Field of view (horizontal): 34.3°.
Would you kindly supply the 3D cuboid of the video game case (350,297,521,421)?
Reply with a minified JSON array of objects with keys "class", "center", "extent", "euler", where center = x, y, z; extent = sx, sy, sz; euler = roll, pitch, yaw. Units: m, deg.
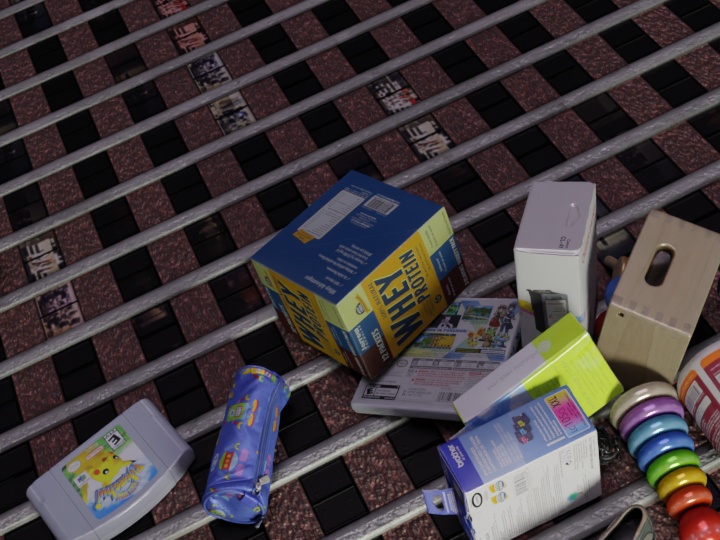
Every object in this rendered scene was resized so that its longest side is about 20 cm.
[{"class":"video game case","center":[0.103,0.110,1.499],"extent":[0.197,0.022,0.184],"euler":[0,49,33]}]

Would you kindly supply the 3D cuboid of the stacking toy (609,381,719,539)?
[{"class":"stacking toy","center":[0.358,0.229,1.323],"extent":[0.084,0.086,0.202],"euler":[-18,52,-2]}]

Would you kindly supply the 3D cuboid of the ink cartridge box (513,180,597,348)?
[{"class":"ink cartridge box","center":[0.246,0.011,1.442],"extent":[0.084,0.202,0.149],"euler":[2,39,18]}]

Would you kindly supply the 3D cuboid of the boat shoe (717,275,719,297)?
[{"class":"boat shoe","center":[0.540,0.034,1.435],"extent":[0.196,0.085,0.069],"euler":[5,39,21]}]

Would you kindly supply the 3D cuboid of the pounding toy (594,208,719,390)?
[{"class":"pounding toy","center":[0.351,0.029,1.442],"extent":[0.140,0.185,0.201],"euler":[22,57,15]}]

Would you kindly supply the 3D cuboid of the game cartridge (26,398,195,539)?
[{"class":"game cartridge","center":[-0.316,0.266,1.494],"extent":[0.199,0.041,0.133],"euler":[-38,55,-18]}]

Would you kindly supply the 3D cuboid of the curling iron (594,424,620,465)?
[{"class":"curling iron","center":[0.255,0.167,1.437],"extent":[0.049,0.026,0.201],"euler":[-6,37,-26]}]

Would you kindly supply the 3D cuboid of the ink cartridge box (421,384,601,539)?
[{"class":"ink cartridge box","center":[0.169,0.234,1.325],"extent":[0.197,0.138,0.077],"euler":[-25,46,-8]}]

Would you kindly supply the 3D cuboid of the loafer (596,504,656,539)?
[{"class":"loafer","center":[0.251,0.335,1.266],"extent":[0.071,0.063,0.200],"euler":[27,61,32]}]

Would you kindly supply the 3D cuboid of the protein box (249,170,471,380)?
[{"class":"protein box","center":[0.000,0.000,1.547],"extent":[0.200,0.136,0.197],"euler":[-42,40,-21]}]

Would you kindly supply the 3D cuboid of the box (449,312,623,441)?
[{"class":"box","center":[0.201,0.155,1.368],"extent":[0.199,0.122,0.048],"euler":[-37,38,4]}]

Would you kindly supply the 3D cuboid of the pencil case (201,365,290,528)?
[{"class":"pencil case","center":[-0.139,0.216,1.458],"extent":[0.086,0.078,0.202],"euler":[-23,41,35]}]

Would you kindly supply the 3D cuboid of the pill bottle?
[{"class":"pill bottle","center":[0.452,0.181,1.315],"extent":[0.108,0.110,0.201],"euler":[-22,48,-5]}]
